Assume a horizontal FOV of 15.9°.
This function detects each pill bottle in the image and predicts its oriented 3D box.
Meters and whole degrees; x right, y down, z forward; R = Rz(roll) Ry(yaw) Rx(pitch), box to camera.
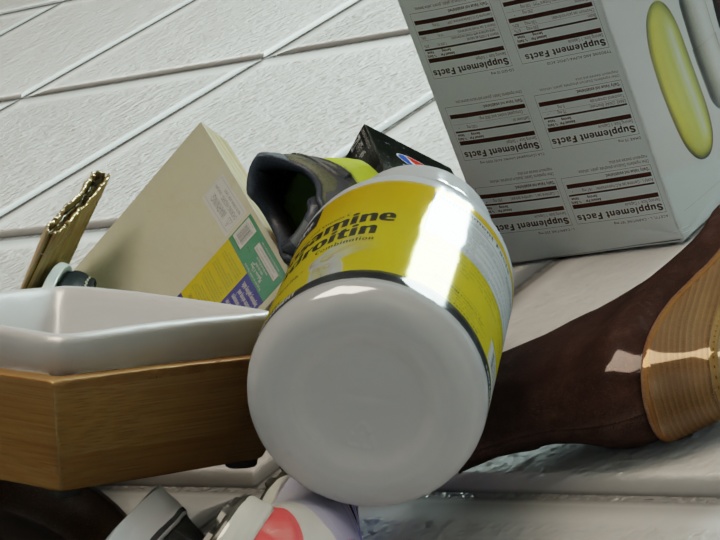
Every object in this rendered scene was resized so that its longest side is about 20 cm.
[{"bbox_3d":[0.015,0.021,1.238,0.111,0.113,0.200,-17,19,15],"label":"pill bottle"}]

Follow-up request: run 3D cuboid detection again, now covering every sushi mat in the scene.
[{"bbox_3d":[-0.208,0.037,1.577,0.201,0.012,0.096,-62,-2,27],"label":"sushi mat"}]

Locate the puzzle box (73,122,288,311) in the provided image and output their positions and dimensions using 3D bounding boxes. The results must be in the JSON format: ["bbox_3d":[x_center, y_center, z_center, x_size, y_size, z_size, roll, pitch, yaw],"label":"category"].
[{"bbox_3d":[-0.102,0.010,1.531,0.133,0.025,0.200,-47,34,11],"label":"puzzle box"}]

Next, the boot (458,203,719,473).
[{"bbox_3d":[0.129,0.027,1.294,0.165,0.073,0.200,-14,21,19],"label":"boot"}]

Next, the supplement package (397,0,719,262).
[{"bbox_3d":[0.152,-0.139,1.575,0.146,0.201,0.191,-7,22,41],"label":"supplement package"}]

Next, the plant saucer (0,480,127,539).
[{"bbox_3d":[-0.205,0.149,1.280,0.199,0.032,0.201,8,27,-4],"label":"plant saucer"}]

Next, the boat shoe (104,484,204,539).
[{"bbox_3d":[-0.105,0.162,1.172,0.074,0.068,0.199,-50,0,14],"label":"boat shoe"}]

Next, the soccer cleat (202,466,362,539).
[{"bbox_3d":[-0.025,0.132,1.199,0.068,0.073,0.200,-58,-7,11],"label":"soccer cleat"}]

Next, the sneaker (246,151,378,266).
[{"bbox_3d":[0.000,0.000,1.426,0.081,0.074,0.200,15,22,-44],"label":"sneaker"}]

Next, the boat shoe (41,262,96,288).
[{"bbox_3d":[-0.168,0.074,1.485,0.060,0.076,0.201,7,45,1],"label":"boat shoe"}]

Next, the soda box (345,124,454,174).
[{"bbox_3d":[0.026,-0.029,1.586,0.064,0.070,0.200,-61,11,11],"label":"soda box"}]

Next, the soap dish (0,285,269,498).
[{"bbox_3d":[-0.149,0.058,1.297,0.157,0.082,0.199,-6,7,-43],"label":"soap dish"}]
